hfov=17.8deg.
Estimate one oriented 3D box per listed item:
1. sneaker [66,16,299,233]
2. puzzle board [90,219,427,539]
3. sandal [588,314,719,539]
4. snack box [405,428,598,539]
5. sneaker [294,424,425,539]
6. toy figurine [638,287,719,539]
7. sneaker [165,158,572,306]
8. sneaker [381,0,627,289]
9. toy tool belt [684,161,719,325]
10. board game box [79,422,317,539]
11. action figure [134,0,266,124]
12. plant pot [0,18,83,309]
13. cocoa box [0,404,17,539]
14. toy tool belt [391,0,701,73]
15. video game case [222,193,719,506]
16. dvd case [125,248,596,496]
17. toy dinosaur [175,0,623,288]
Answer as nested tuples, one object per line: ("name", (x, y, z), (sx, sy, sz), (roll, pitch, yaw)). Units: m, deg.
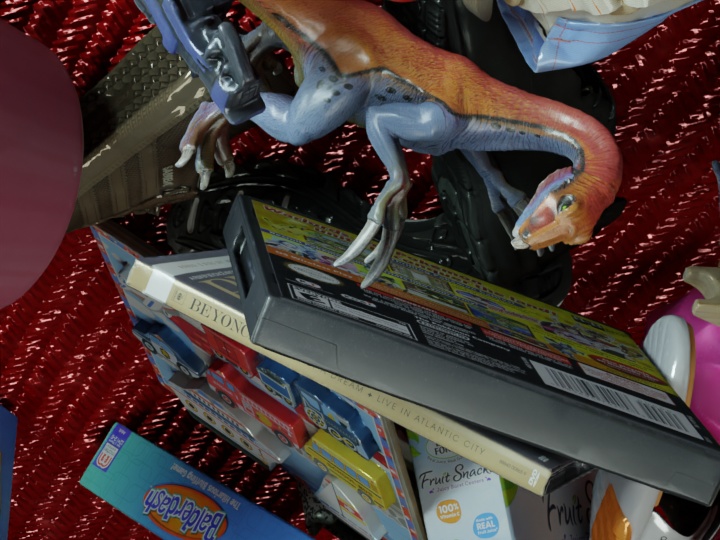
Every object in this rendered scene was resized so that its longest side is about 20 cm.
("sneaker", (-0.113, -0.046, 1.075), (0.200, 0.071, 0.075), (-30, 135, 33))
("puzzle board", (-0.051, 0.065, 1.159), (0.200, 0.017, 0.151), (33, 155, 30))
("sandal", (0.150, 0.102, 1.097), (0.059, 0.079, 0.207), (8, 142, -2))
("snack box", (0.099, 0.144, 1.204), (0.053, 0.143, 0.200), (-16, 170, 25))
("sneaker", (0.029, 0.150, 1.318), (0.200, 0.089, 0.077), (27, 135, -31))
("toy figurine", (0.216, 0.078, 1.202), (0.150, 0.200, 0.184), (13, 138, 46))
("sneaker", (0.000, 0.000, 1.139), (0.200, 0.074, 0.079), (11, 157, -9))
("sneaker", (0.068, -0.081, 1.041), (0.091, 0.076, 0.200), (-24, 136, -5))
("toy tool belt", (0.211, 0.000, 1.022), (0.125, 0.200, 0.123), (1, 142, -5))
("board game box", (-0.046, 0.163, 1.274), (0.152, 0.045, 0.200), (37, 171, -39))
("action figure", (-0.057, -0.163, 0.877), (0.104, 0.200, 0.193), (-24, 167, -37))
("plant pot", (-0.225, -0.057, 0.976), (0.179, 0.200, 0.200), (13, 143, -43))
("cocoa box", (-0.306, 0.132, 1.253), (0.200, 0.134, 0.131), (-20, 140, 24))
("toy tool belt", (0.095, -0.132, 0.918), (0.200, 0.125, 0.123), (-22, 143, 2))
("video game case", (0.042, 0.030, 0.973), (0.200, 0.181, 0.026), (20, 101, -11))
("dvd case", (0.015, 0.037, 0.991), (0.200, 0.149, 0.016), (26, 102, 19))
("toy dinosaur", (0.014, -0.067, 0.928), (0.181, 0.105, 0.200), (-3, 121, 33))
